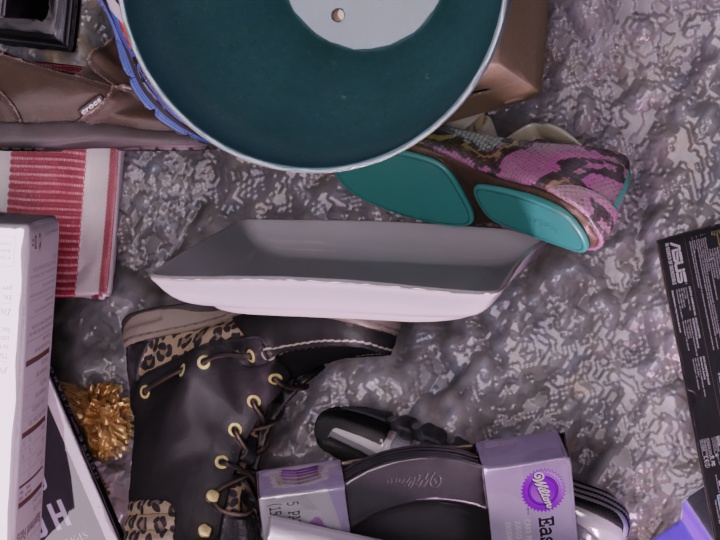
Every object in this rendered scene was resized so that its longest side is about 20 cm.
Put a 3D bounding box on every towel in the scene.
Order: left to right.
[{"bbox_3d":[-0.243,-0.061,1.784,0.198,0.023,0.145,5,93,11],"label":"towel"}]

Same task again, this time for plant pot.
[{"bbox_3d":[-0.011,-0.156,1.459,0.198,0.135,0.202,2,97,12],"label":"plant pot"},{"bbox_3d":[0.008,-0.172,1.614,0.198,0.200,0.178,-15,83,14],"label":"plant pot"}]

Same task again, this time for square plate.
[{"bbox_3d":[0.000,0.000,1.639,0.196,0.200,0.029,3,101,13],"label":"square plate"}]

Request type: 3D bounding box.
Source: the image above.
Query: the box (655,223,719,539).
[{"bbox_3d":[0.263,0.060,1.620,0.157,0.050,0.201,-15,67,13],"label":"box"}]

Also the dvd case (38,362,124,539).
[{"bbox_3d":[-0.244,0.113,1.730,0.149,0.025,0.201,-23,92,5],"label":"dvd case"}]

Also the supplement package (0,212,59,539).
[{"bbox_3d":[-0.243,0.066,1.656,0.116,0.117,0.202,4,94,1],"label":"supplement package"}]

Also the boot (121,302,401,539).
[{"bbox_3d":[-0.065,0.093,1.687,0.199,0.073,0.152,-4,75,34],"label":"boot"}]

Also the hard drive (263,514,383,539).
[{"bbox_3d":[0.030,0.223,1.616,0.198,0.026,0.133,13,105,-7],"label":"hard drive"}]

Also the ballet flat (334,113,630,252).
[{"bbox_3d":[0.076,-0.060,1.674,0.199,0.069,0.071,14,55,40],"label":"ballet flat"}]

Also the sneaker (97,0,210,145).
[{"bbox_3d":[-0.112,-0.154,1.652,0.075,0.078,0.200,-40,93,-22],"label":"sneaker"}]

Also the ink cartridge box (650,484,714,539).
[{"bbox_3d":[0.274,0.186,1.625,0.199,0.043,0.199,-36,66,7],"label":"ink cartridge box"}]

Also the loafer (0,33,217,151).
[{"bbox_3d":[-0.141,-0.107,1.716,0.198,0.073,0.072,0,93,-2],"label":"loafer"}]

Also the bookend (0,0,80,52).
[{"bbox_3d":[-0.231,-0.234,1.677,0.091,0.200,0.200,8,95,13],"label":"bookend"}]

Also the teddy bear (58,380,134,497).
[{"bbox_3d":[-0.236,0.091,1.765,0.200,0.067,0.145,38,105,6],"label":"teddy bear"}]

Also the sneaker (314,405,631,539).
[{"bbox_3d":[0.052,0.162,1.703,0.199,0.075,0.116,20,100,10],"label":"sneaker"}]

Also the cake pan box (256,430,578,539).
[{"bbox_3d":[0.040,0.195,1.648,0.183,0.052,0.202,-7,106,-3],"label":"cake pan box"}]
